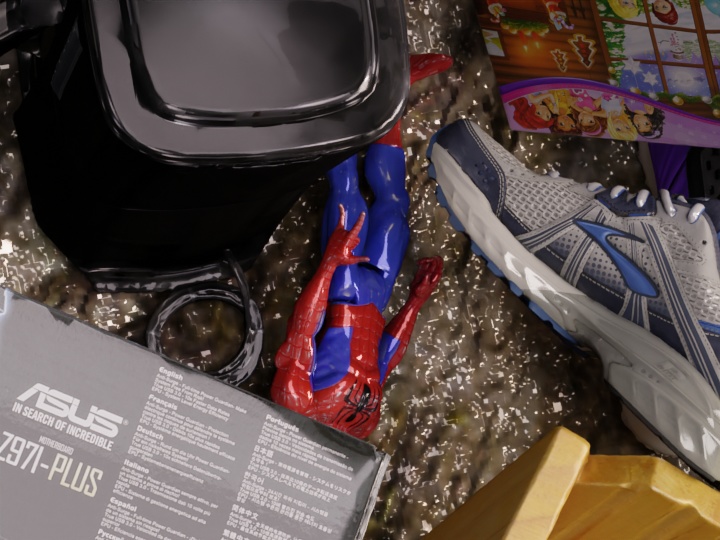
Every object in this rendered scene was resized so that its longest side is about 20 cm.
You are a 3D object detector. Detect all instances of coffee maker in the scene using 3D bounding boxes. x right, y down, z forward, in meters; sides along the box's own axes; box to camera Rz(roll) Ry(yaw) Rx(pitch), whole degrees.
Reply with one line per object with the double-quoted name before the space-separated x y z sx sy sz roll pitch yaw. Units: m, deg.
"coffee maker" -0.054 -0.063 0.936 0.134 0.200 0.193 -30 89 -18

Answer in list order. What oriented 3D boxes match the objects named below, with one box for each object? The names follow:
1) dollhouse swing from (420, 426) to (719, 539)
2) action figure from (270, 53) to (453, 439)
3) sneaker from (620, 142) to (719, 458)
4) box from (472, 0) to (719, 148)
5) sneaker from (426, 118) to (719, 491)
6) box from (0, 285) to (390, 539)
"dollhouse swing" 0.100 0.206 0.957 0.199 0.182 0.177 31 53 -9
"action figure" 0.000 0.000 1.015 0.065 0.051 0.202 21 74 -47
"sneaker" 0.164 -0.024 1.042 0.069 0.099 0.202 8 77 -15
"box" 0.136 -0.108 0.923 0.039 0.199 0.137 -60 144 -36
"sneaker" 0.111 -0.001 0.982 0.085 0.077 0.200 -46 69 2
"box" -0.111 0.077 0.914 0.199 0.164 0.087 23 75 -10
